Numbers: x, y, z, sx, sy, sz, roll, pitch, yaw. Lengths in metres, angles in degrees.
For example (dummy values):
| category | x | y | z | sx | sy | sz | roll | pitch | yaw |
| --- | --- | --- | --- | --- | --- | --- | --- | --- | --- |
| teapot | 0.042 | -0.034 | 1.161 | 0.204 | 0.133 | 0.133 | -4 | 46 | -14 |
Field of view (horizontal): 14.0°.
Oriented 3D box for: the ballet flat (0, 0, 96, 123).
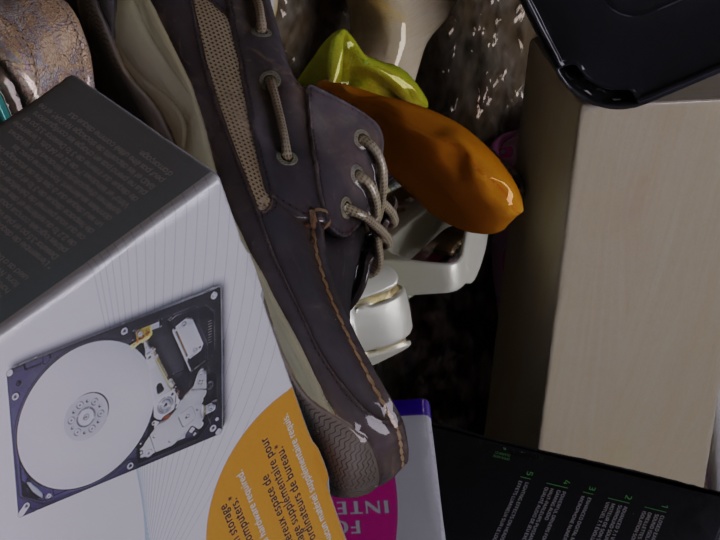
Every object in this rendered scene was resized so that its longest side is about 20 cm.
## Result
| category | x | y | z | sx | sy | sz | roll | pitch | yaw |
| --- | --- | --- | --- | --- | --- | --- | --- | --- | --- |
| ballet flat | -0.091 | 0.001 | 0.924 | 0.067 | 0.068 | 0.201 | -53 | 144 | -49 |

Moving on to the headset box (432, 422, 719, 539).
| category | x | y | z | sx | sy | sz | roll | pitch | yaw |
| --- | --- | --- | --- | --- | --- | --- | --- | --- | --- |
| headset box | 0.041 | 0.156 | 1.074 | 0.175 | 0.199 | 0.093 | -66 | 149 | -23 |

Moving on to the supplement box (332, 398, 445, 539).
| category | x | y | z | sx | sy | sz | roll | pitch | yaw |
| --- | --- | --- | --- | --- | --- | --- | --- | --- | --- |
| supplement box | -0.020 | 0.149 | 0.951 | 0.104 | 0.101 | 0.201 | 96 | -10 | -48 |

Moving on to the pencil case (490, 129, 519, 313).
| category | x | y | z | sx | sy | sz | roll | pitch | yaw |
| --- | --- | --- | --- | --- | --- | --- | --- | --- | --- |
| pencil case | 0.098 | 0.032 | 1.257 | 0.087 | 0.087 | 0.201 | -41 | 135 | -48 |

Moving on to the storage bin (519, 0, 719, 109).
| category | x | y | z | sx | sy | sz | roll | pitch | yaw |
| --- | --- | --- | --- | --- | --- | --- | --- | --- | --- |
| storage bin | 0.101 | -0.177 | 1.054 | 0.201 | 0.135 | 0.094 | 61 | 17 | -22 |

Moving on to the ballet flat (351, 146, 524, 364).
| category | x | y | z | sx | sy | sz | roll | pitch | yaw |
| --- | --- | --- | --- | --- | --- | --- | --- | --- | --- |
| ballet flat | 0.000 | 0.000 | 1.077 | 0.200 | 0.071 | 0.069 | -42 | 136 | -47 |

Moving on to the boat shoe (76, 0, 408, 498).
| category | x | y | z | sx | sy | sz | roll | pitch | yaw |
| --- | --- | --- | --- | --- | --- | --- | --- | --- | --- |
| boat shoe | -0.024 | -0.025 | 0.909 | 0.073 | 0.201 | 0.075 | -21 | 154 | -11 |

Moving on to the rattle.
| category | x | y | z | sx | sy | sz | roll | pitch | yaw |
| --- | --- | --- | --- | --- | --- | --- | --- | --- | --- |
| rattle | 0.034 | -0.107 | 1.039 | 0.200 | 0.142 | 0.131 | -40 | 115 | -40 |

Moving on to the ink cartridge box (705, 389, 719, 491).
| category | x | y | z | sx | sy | sz | roll | pitch | yaw |
| --- | --- | --- | --- | --- | --- | --- | --- | --- | --- |
| ink cartridge box | 0.179 | -0.004 | 1.289 | 0.200 | 0.083 | 0.146 | -96 | -179 | -62 |

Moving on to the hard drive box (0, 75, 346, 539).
| category | x | y | z | sx | sy | sz | roll | pitch | yaw |
| --- | --- | --- | --- | --- | --- | --- | --- | --- | --- |
| hard drive box | -0.116 | 0.069 | 0.822 | 0.200 | 0.077 | 0.156 | -37 | 135 | -19 |

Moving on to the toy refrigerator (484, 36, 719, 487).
| category | x | y | z | sx | sy | sz | roll | pitch | yaw |
| --- | --- | --- | --- | --- | --- | --- | --- | --- | --- |
| toy refrigerator | 0.099 | 0.009 | 1.158 | 0.076 | 0.070 | 0.201 | -4 | 120 | -15 |
